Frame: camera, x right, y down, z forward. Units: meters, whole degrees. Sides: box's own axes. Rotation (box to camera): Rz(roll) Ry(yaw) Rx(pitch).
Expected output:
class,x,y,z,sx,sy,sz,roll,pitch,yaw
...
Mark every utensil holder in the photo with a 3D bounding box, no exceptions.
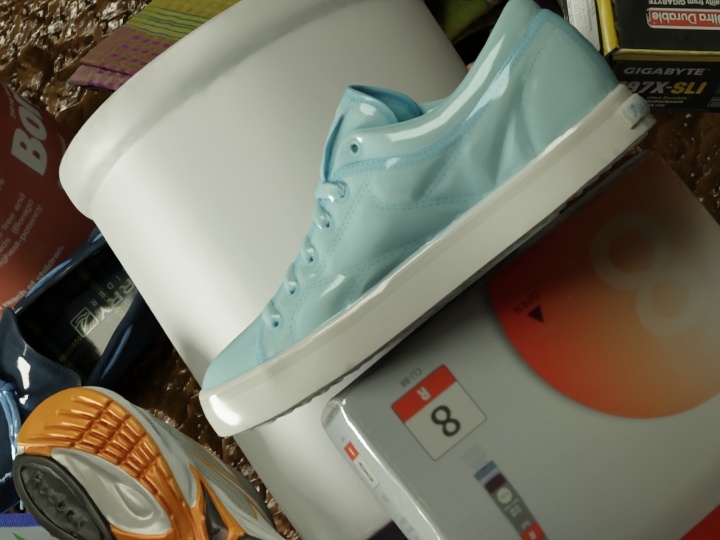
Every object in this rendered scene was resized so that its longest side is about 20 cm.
class,x,y,z,sx,sy,sz,roll,pitch,yaw
utensil holder,0.000,0.000,1.165,0.170,0.170,0.201,-36,80,16

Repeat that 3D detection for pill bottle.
class,x,y,z,sx,sy,sz,roll,pitch,yaw
pill bottle,-0.214,-0.053,1.388,0.112,0.200,0.113,-19,55,29

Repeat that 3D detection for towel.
class,x,y,z,sx,sy,sz,roll,pitch,yaw
towel,-0.035,-0.114,1.372,0.199,0.023,0.144,16,48,43

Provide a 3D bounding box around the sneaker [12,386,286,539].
class,x,y,z,sx,sy,sz,roll,pitch,yaw
sneaker,-0.047,0.122,1.147,0.076,0.092,0.200,-46,75,13

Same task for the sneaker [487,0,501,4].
class,x,y,z,sx,sy,sz,roll,pitch,yaw
sneaker,0.047,-0.169,1.262,0.077,0.082,0.200,-55,1,2

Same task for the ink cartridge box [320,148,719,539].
class,x,y,z,sx,sy,sz,roll,pitch,yaw
ink cartridge box,0.107,0.081,1.049,0.162,0.050,0.200,-38,81,-18

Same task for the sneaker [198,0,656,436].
class,x,y,z,sx,sy,sz,roll,pitch,yaw
sneaker,0.008,-0.023,1.034,0.200,0.074,0.082,-39,88,13

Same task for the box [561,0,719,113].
class,x,y,z,sx,sy,sz,roll,pitch,yaw
box,0.170,-0.139,1.084,0.049,0.199,0.161,117,150,-61

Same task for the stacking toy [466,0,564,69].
class,x,y,z,sx,sy,sz,roll,pitch,yaw
stacking toy,0.114,-0.120,1.252,0.200,0.116,0.110,-43,0,33

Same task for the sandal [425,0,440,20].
class,x,y,z,sx,sy,sz,roll,pitch,yaw
sandal,0.001,-0.158,1.319,0.054,0.082,0.200,-15,28,9

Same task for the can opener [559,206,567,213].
class,x,y,z,sx,sy,sz,roll,pitch,yaw
can opener,0.023,-0.050,1.302,0.199,0.053,0.067,15,76,42

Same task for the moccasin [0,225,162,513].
class,x,y,z,sx,sy,sz,roll,pitch,yaw
moccasin,-0.153,0.036,1.363,0.080,0.068,0.200,37,92,14

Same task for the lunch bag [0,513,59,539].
class,x,y,z,sx,sy,sz,roll,pitch,yaw
lunch bag,-0.110,0.197,1.158,0.124,0.200,0.170,-41,46,12
